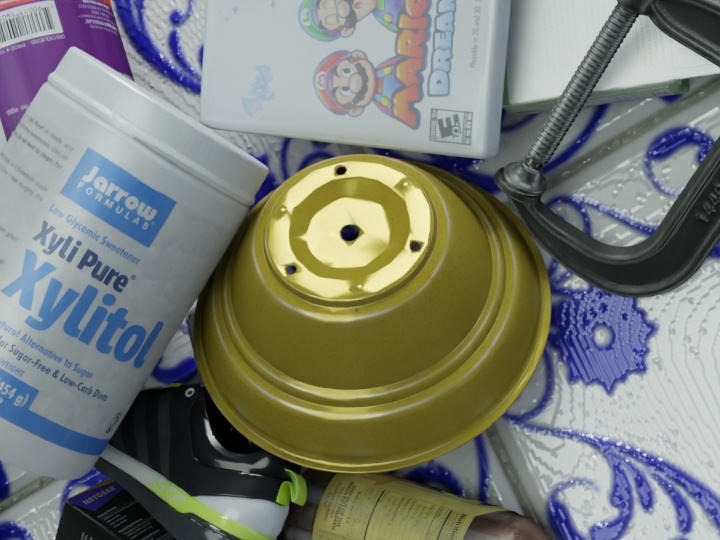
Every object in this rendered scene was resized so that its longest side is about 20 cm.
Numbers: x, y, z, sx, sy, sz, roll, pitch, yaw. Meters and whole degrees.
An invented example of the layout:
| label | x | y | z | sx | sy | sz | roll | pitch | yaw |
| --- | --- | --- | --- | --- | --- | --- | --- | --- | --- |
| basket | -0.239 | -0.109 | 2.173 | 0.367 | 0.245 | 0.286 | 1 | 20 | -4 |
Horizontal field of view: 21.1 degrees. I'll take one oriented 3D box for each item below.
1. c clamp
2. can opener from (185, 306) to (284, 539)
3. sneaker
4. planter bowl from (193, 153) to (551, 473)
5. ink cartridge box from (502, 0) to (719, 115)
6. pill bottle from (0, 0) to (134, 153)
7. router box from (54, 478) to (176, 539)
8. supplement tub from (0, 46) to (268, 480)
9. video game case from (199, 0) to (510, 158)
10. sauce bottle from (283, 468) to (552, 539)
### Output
| label | x | y | z | sx | sy | sz | roll | pitch | yaw |
| --- | --- | --- | --- | --- | --- | --- | --- | --- | --- |
| c clamp | 0.137 | -0.086 | 1.011 | 0.170 | 0.027 | 0.201 | 25 | 118 | 1 |
| can opener | -0.054 | 0.109 | 1.121 | 0.067 | 0.053 | 0.201 | -19 | 81 | 24 |
| sneaker | -0.099 | 0.092 | 1.090 | 0.200 | 0.072 | 0.083 | 33 | 93 | 37 |
| planter bowl | 0.000 | 0.000 | 1.030 | 0.199 | 0.084 | 0.201 | -5 | 55 | 7 |
| ink cartridge box | 0.165 | -0.168 | 1.032 | 0.199 | 0.048 | 0.147 | -6 | 85 | 19 |
| pill bottle | -0.182 | -0.076 | 1.158 | 0.112 | 0.112 | 0.201 | -22 | 78 | 23 |
| router box | -0.119 | 0.243 | 1.115 | 0.157 | 0.052 | 0.201 | 31 | 119 | 24 |
| supplement tub | -0.153 | -0.002 | 1.033 | 0.132 | 0.132 | 0.201 | 32 | 93 | 23 |
| video game case | -0.002 | -0.169 | 1.048 | 0.181 | 0.024 | 0.201 | 8 | 99 | 27 |
| sauce bottle | 0.056 | 0.157 | 1.060 | 0.199 | 0.065 | 0.065 | 15 | 94 | 24 |
